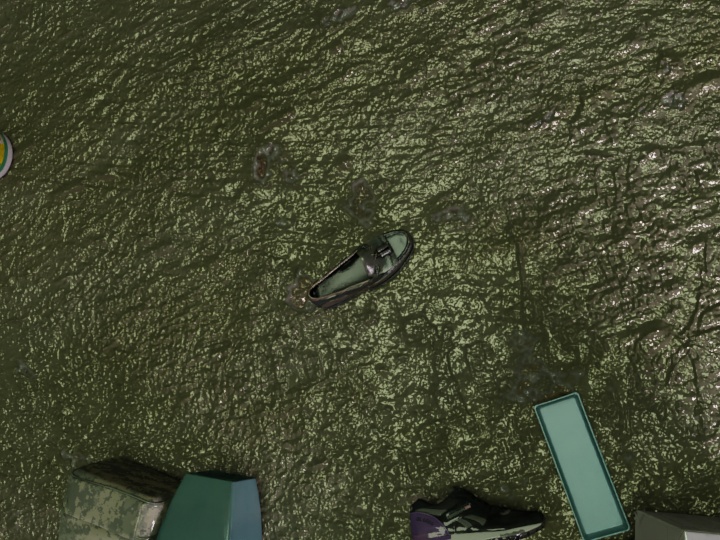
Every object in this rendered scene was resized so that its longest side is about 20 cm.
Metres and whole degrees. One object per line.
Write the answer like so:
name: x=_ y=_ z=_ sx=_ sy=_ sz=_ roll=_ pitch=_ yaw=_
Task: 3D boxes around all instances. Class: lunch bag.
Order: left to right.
lunch bag: x=-0.399 y=0.427 z=1.021 sx=0.197 sy=0.139 sz=0.170 roll=11 pitch=86 yaw=17

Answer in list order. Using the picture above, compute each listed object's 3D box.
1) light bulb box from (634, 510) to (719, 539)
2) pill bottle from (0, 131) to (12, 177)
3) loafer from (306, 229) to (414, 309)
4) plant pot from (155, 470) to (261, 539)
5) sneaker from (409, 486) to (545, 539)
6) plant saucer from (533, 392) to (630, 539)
light bulb box: x=0.462 y=0.417 z=0.755 sx=0.197 sy=0.125 sz=0.201 roll=6 pitch=81 yaw=-1
pill bottle: x=-0.792 y=-0.246 z=1.178 sx=0.111 sy=0.200 sz=0.115 roll=-2 pitch=83 yaw=15
loafer: x=0.000 y=0.000 z=0.996 sx=0.199 sy=0.063 sz=0.072 roll=-35 pitch=76 yaw=10
plant pot: x=-0.239 y=0.433 z=0.979 sx=0.139 sy=0.141 sz=0.203 roll=4 pitch=77 yaw=16
sneaker: x=0.169 y=0.360 z=0.904 sx=0.197 sy=0.076 sz=0.089 roll=-11 pitch=60 yaw=4
plant saucer: x=0.323 y=0.286 z=0.896 sx=0.069 sy=0.019 sz=0.203 roll=-21 pitch=78 yaw=13
